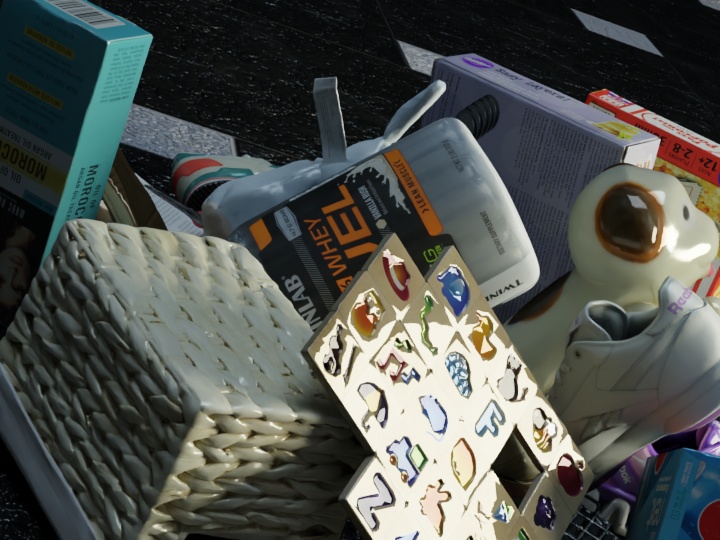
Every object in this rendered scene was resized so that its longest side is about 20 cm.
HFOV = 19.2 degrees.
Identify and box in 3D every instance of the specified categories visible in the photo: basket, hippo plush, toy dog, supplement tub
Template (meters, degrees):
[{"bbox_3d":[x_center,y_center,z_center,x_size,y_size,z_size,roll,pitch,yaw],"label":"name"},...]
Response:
[{"bbox_3d":[-0.096,0.073,1.128,0.135,0.124,0.200,8,26,-36],"label":"basket"},{"bbox_3d":[-0.029,-0.029,1.472,0.159,0.200,0.161,2,1,-2],"label":"hippo plush"},{"bbox_3d":[0.173,0.023,1.479,0.194,0.200,0.140,25,18,9],"label":"toy dog"},{"bbox_3d":[0.000,0.000,1.332,0.123,0.200,0.123,61,-2,3],"label":"supplement tub"}]

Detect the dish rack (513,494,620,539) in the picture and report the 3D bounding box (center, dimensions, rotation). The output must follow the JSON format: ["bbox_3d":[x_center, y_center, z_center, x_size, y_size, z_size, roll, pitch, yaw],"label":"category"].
[{"bbox_3d":[0.055,0.132,1.246,0.200,0.055,0.153,29,13,11],"label":"dish rack"}]

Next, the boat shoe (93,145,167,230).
[{"bbox_3d":[-0.174,-0.039,1.369,0.200,0.064,0.071,63,10,4],"label":"boat shoe"}]

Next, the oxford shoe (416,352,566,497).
[{"bbox_3d":[0.068,0.079,1.188,0.071,0.074,0.200,31,12,31],"label":"oxford shoe"}]

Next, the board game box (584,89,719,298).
[{"bbox_3d":[0.208,-0.016,1.634,0.151,0.200,0.046,27,19,18],"label":"board game box"}]

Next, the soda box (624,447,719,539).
[{"bbox_3d":[0.198,0.146,1.247,0.064,0.068,0.200,16,-6,3],"label":"soda box"}]

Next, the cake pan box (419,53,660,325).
[{"bbox_3d":[0.116,-0.039,1.594,0.184,0.200,0.052,28,27,36],"label":"cake pan box"}]

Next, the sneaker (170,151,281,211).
[{"bbox_3d":[-0.056,-0.056,1.650,0.199,0.070,0.093,8,28,-29],"label":"sneaker"}]

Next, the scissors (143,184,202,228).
[{"bbox_3d":[-0.112,-0.035,1.507,0.073,0.014,0.200,45,6,38],"label":"scissors"}]

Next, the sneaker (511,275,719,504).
[{"bbox_3d":[0.146,0.074,1.314,0.100,0.200,0.075,52,30,-5],"label":"sneaker"}]

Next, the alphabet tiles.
[{"bbox_3d":[0.043,0.088,1.105,0.008,0.200,0.167,-13,29,41],"label":"alphabet tiles"}]

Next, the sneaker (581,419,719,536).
[{"bbox_3d":[0.233,0.145,1.383,0.200,0.089,0.081,23,17,-2],"label":"sneaker"}]

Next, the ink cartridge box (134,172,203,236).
[{"bbox_3d":[-0.157,-0.008,1.471,0.200,0.050,0.161,41,19,-1],"label":"ink cartridge box"}]

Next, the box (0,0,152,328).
[{"bbox_3d":[-0.199,-0.069,1.307,0.082,0.200,0.049,29,23,21],"label":"box"}]
